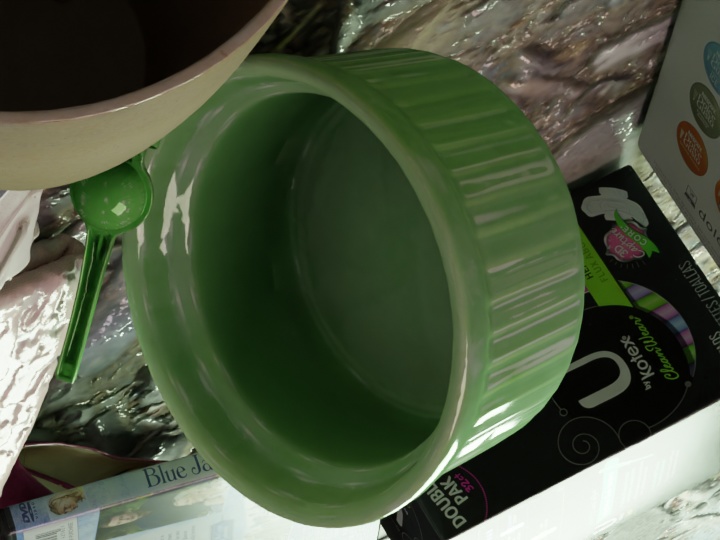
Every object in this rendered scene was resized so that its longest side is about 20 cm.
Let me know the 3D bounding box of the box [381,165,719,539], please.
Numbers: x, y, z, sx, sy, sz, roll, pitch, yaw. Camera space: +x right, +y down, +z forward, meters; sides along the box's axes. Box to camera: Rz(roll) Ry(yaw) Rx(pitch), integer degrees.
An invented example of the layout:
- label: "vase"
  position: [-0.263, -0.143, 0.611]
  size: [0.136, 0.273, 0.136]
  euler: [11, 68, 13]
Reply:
- label: "box"
  position: [0.093, 0.067, 1.324]
  size: [0.200, 0.149, 0.124]
  euler: [-26, 155, -12]

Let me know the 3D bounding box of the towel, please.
- label: "towel"
  position: [-0.205, 0.089, 1.054]
  size: [0.191, 0.032, 0.200]
  euler: [-26, 148, -55]

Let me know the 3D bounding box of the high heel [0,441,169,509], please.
- label: "high heel"
  position: [-0.120, 0.113, 1.263]
  size: [0.200, 0.067, 0.096]
  euler: [6, 148, -35]

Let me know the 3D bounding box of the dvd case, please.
- label: "dvd case"
  position: [-0.081, 0.130, 1.234]
  size: [0.200, 0.018, 0.143]
  euler: [-15, 151, -13]

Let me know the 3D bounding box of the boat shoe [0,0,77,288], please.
- label: "boat shoe"
  position: [-0.153, -0.020, 0.913]
  size: [0.200, 0.071, 0.070]
  euler: [-63, 151, 3]

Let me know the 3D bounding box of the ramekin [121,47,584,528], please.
- label: "ramekin"
  position: [0.000, 0.000, 1.042]
  size: [0.098, 0.200, 0.200]
  euler: [-18, 153, -44]

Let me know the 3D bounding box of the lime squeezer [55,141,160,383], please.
- label: "lime squeezer"
  position: [-0.103, -0.030, 1.009]
  size: [0.038, 0.071, 0.200]
  euler: [5, 147, -6]

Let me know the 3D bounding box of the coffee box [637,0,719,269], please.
- label: "coffee box"
  position: [0.285, -0.078, 1.219]
  size: [0.200, 0.200, 0.198]
  euler: [-23, 154, -18]

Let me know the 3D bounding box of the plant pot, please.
- label: "plant pot"
  position: [-0.109, -0.100, 0.768]
  size: [0.187, 0.188, 0.200]
  euler: [-25, 168, -15]
